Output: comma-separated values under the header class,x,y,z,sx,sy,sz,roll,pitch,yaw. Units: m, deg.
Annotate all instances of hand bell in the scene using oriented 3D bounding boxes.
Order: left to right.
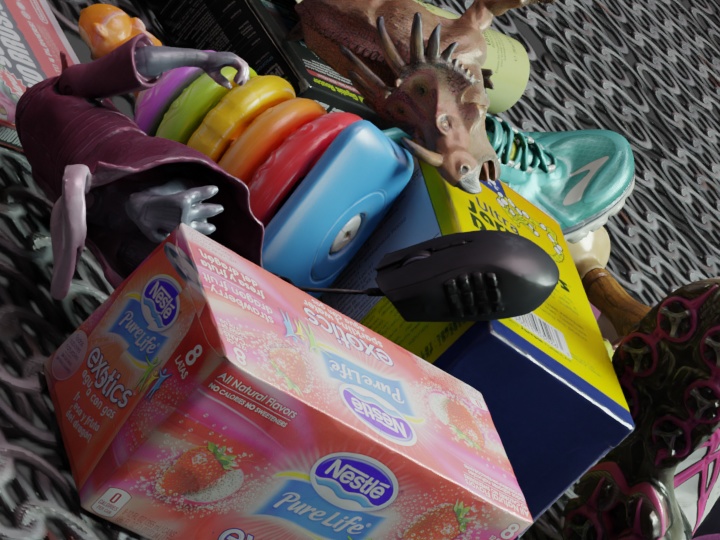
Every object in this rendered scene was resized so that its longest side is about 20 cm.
class,x,y,z,sx,sy,sz,roll,pitch,yaw
hand bell,0.148,0.012,1.710,0.104,0.104,0.200,25,16,-45

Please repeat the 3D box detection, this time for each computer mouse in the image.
class,x,y,z,sx,sy,sz,roll,pitch,yaw
computer mouse,0.000,0.000,1.417,0.199,0.034,0.059,-3,35,-1

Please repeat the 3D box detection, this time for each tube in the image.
class,x,y,z,sx,sy,sz,roll,pitch,yaw
tube,0.025,-0.143,1.731,0.058,0.052,0.199,15,-2,44

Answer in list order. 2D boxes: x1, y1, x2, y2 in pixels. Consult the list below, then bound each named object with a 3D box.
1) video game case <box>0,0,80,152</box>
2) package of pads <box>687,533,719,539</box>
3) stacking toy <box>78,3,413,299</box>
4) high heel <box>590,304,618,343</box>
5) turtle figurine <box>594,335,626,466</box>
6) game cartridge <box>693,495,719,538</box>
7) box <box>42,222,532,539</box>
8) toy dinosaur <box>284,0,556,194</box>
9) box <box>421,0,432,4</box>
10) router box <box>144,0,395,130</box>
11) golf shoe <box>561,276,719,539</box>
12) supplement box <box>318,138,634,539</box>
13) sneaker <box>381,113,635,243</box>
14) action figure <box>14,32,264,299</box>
class,x,y,z,sx,sy,sz,roll,pitch,yaw
video game case,-0.208,-0.119,1.438,0.200,0.017,0.143,19,33,-51
package of pads,0.199,0.201,1.467,0.200,0.120,0.076,28,55,-43
stacking toy,-0.080,-0.078,1.518,0.200,0.110,0.116,39,3,16
high heel,0.196,0.067,1.806,0.200,0.067,0.096,42,30,1
turtle figurine,0.132,0.058,1.637,0.161,0.064,0.200,48,-6,37
game cartridge,0.265,0.209,1.604,0.200,0.040,0.133,50,-21,12
box,-0.031,0.078,1.279,0.200,0.103,0.095,31,24,-37
toy dinosaur,0.015,-0.122,1.549,0.199,0.086,0.135,23,31,34
box,-0.045,-0.257,1.790,0.148,0.105,0.200,19,5,-40
router box,-0.029,-0.121,1.738,0.200,0.062,0.150,18,33,-53
golf shoe,0.172,0.079,1.535,0.072,0.201,0.092,36,38,23
supplement box,0.054,0.036,1.523,0.109,0.109,0.200,34,23,-28
sneaker,0.074,-0.057,1.669,0.199,0.080,0.078,-6,51,-20
action figure,-0.123,-0.039,1.347,0.148,0.135,0.200,-7,34,-33
